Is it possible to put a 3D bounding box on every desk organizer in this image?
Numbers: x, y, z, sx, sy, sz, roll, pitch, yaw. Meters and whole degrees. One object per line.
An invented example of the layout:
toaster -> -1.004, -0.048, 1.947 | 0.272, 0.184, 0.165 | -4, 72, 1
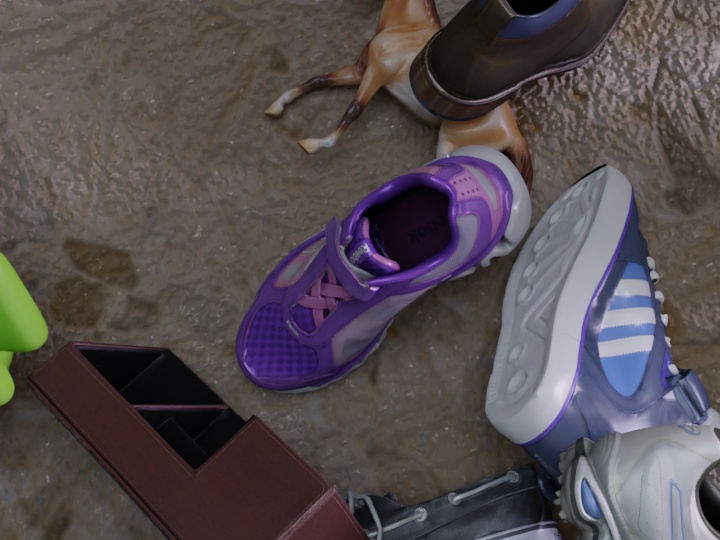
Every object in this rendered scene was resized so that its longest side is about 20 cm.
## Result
desk organizer -> -0.092, 0.103, 0.801 | 0.077, 0.072, 0.200 | -43, 53, -12

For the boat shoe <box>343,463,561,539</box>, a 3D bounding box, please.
boat shoe -> 0.012, 0.154, 0.822 | 0.199, 0.074, 0.068 | -15, 73, -4

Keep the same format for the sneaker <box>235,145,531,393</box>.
sneaker -> 0.000, 0.000, 0.832 | 0.200, 0.088, 0.080 | -37, 81, 18

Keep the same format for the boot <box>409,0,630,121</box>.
boot -> 0.121, -0.164, 0.864 | 0.075, 0.097, 0.200 | 48, 60, 3

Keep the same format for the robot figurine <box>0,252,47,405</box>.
robot figurine -> -0.277, 0.033, 0.825 | 0.200, 0.116, 0.175 | -2, 44, 25

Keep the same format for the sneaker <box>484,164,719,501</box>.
sneaker -> 0.158, 0.051, 0.854 | 0.146, 0.081, 0.200 | 36, 51, -18

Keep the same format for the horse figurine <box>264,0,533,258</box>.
horse figurine -> 0.037, -0.094, 0.898 | 0.133, 0.050, 0.200 | -44, 77, -4

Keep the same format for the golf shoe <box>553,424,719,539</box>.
golf shoe -> 0.176, 0.168, 0.757 | 0.097, 0.078, 0.200 | -20, 110, 16
